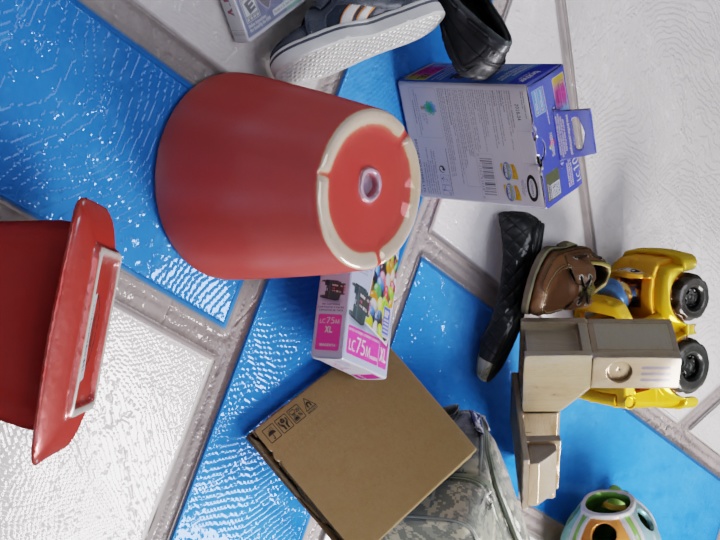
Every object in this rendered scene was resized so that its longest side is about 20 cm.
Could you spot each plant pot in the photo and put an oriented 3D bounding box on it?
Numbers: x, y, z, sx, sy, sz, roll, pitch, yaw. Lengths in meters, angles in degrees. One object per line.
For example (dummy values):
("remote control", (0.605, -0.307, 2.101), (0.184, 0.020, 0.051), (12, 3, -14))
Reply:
("plant pot", (-0.055, -0.080, 1.374), (0.200, 0.177, 0.202), (-10, 103, -48))

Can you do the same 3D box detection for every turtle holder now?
("turtle holder", (0.325, 0.344, 1.908), (0.185, 0.140, 0.133), (-21, 110, -44))

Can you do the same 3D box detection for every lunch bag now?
("lunch bag", (0.107, 0.270, 1.657), (0.201, 0.138, 0.168), (68, 31, -32))

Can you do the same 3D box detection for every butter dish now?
("butter dish", (-0.274, 0.036, 1.177), (0.199, 0.147, 0.202), (157, -57, -87))

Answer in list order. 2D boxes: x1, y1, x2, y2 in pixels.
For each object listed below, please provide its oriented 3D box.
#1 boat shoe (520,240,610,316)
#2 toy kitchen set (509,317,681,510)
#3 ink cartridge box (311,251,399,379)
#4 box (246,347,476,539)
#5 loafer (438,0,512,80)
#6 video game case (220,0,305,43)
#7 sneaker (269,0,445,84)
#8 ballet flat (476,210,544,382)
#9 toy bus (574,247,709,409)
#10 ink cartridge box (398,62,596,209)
("boat shoe", (0.243, 0.009, 1.766), (0.200, 0.068, 0.072), (-35, 141, -61))
("toy kitchen set", (0.264, 0.182, 1.714), (0.164, 0.179, 0.201), (-87, 177, -58))
("ink cartridge box", (0.000, 0.000, 1.513), (0.119, 0.042, 0.202), (31, 61, -64))
("box", (0.005, 0.175, 1.529), (0.164, 0.021, 0.200), (49, 50, 6))
("loafer", (0.099, -0.288, 1.536), (0.068, 0.070, 0.202), (-4, 61, -40))
("video game case", (-0.078, -0.340, 1.423), (0.200, 0.023, 0.183), (-43, 126, -36))
("sneaker", (-0.016, -0.244, 1.472), (0.199, 0.078, 0.080), (-24, 78, -32))
("ballet flat", (0.165, 0.030, 1.755), (0.066, 0.056, 0.201), (18, 86, -76))
("toy bus", (0.323, 0.076, 1.888), (0.191, 0.135, 0.202), (-3, 97, -33))
("ink cartridge box", (0.147, -0.142, 1.579), (0.076, 0.199, 0.137), (-33, 120, -41))
